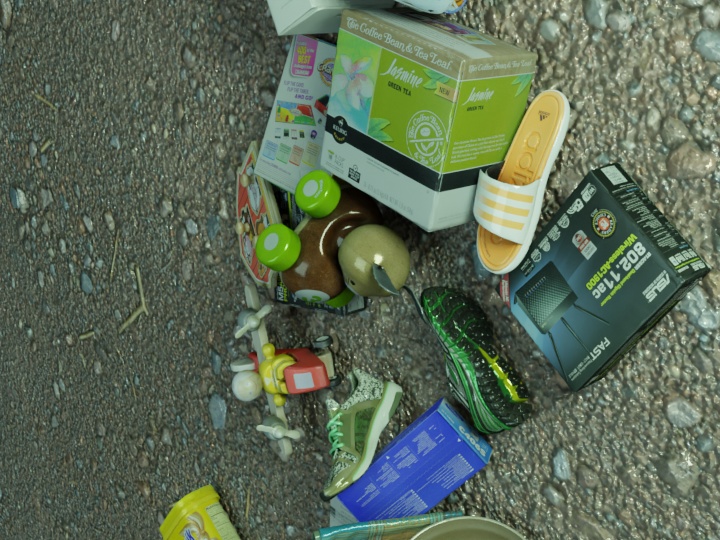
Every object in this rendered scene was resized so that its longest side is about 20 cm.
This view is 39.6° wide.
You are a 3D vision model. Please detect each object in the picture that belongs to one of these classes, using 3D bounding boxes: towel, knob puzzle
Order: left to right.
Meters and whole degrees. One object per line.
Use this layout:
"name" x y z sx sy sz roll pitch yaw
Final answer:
"knob puzzle" -0.164 -0.064 1.489 0.219 0.030 0.224 170 90 -68
"towel" 0.032 0.372 1.309 0.022 0.196 0.148 -105 15 -46

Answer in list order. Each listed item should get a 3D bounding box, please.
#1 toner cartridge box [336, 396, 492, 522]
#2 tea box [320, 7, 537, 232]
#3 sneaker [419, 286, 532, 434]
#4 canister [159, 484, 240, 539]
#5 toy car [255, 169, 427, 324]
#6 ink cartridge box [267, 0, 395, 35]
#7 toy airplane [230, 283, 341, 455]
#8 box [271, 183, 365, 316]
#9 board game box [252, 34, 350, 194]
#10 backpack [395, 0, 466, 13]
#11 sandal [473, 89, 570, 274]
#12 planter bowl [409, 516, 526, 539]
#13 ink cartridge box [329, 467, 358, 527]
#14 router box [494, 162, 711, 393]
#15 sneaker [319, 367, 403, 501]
"toner cartridge box" 0.068 0.262 1.294 0.095 0.043 0.200 46 115 -1
"tea box" 0.072 -0.182 1.158 0.199 0.132 0.200 32 122 38
"sneaker" 0.124 0.112 1.228 0.085 0.077 0.202 -42 70 46
"canister" -0.261 0.504 1.764 0.201 0.086 0.149 54 135 20
"toy car" 0.000 0.000 1.227 0.159 0.164 0.200 -52 51 3
"ink cartridge box" -0.059 -0.399 1.230 0.083 0.144 0.204 -22 85 47
"toy airplane" -0.138 0.149 1.480 0.200 0.140 0.201 48 137 23
"box" -0.066 -0.047 1.419 0.159 0.044 0.204 8 106 47
"board game box" -0.056 -0.198 1.326 0.152 0.040 0.203 29 106 40
"backpack" 0.047 -0.379 1.075 0.187 0.155 0.202 18 123 -4
"sandal" 0.162 -0.103 1.091 0.079 0.059 0.210 23 96 49
"planter bowl" 0.137 0.430 1.241 0.199 0.199 0.136 32 150 37
"ink cartridge box" 0.017 0.342 1.420 0.115 0.067 0.204 18 114 40
"router box" 0.251 0.011 1.068 0.151 0.062 0.201 53 134 22
"sneaker" -0.021 0.212 1.323 0.088 0.201 0.077 35 141 -7
